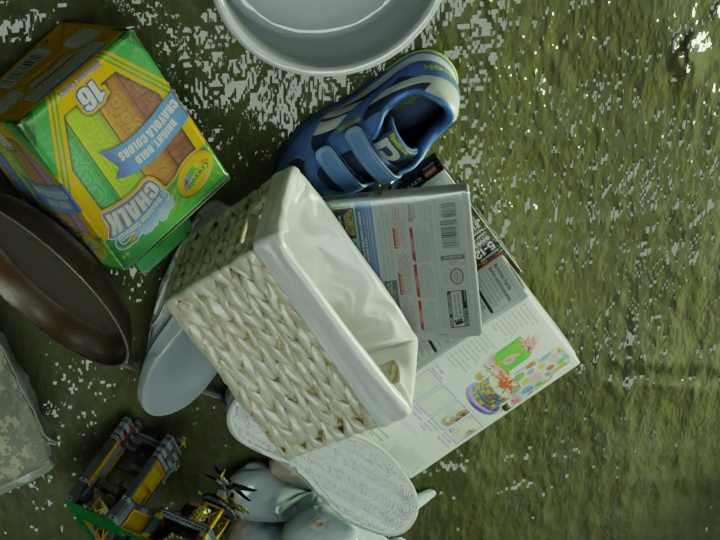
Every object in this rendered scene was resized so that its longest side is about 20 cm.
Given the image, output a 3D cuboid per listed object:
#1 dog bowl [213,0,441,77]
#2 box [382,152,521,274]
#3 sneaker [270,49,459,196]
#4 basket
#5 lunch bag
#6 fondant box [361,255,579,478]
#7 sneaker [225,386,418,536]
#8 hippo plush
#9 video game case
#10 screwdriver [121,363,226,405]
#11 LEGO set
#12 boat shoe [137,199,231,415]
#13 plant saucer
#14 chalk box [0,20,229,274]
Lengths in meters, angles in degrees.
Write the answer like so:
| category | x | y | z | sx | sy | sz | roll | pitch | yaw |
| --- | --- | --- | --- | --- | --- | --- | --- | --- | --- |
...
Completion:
| category | x | y | z | sx | sy | sz | roll | pitch | yaw |
| --- | --- | --- | --- | --- | --- | --- | --- | --- | --- |
| dog bowl | -0.030 | -0.264 | 1.429 | 0.199 | 0.079 | 0.201 | -5 | 119 | -10 |
| box | 0.028 | 0.005 | 1.608 | 0.200 | 0.038 | 0.137 | -36 | 119 | 7 |
| sneaker | 0.003 | -0.108 | 1.518 | 0.200 | 0.082 | 0.074 | -40 | 120 | 12 |
| basket | -0.056 | 0.041 | 1.458 | 0.123 | 0.136 | 0.200 | -29 | 113 | 19 |
| lunch bag | -0.378 | 0.126 | 1.537 | 0.199 | 0.118 | 0.164 | -18 | 119 | 2 |
| fondant box | 0.087 | 0.092 | 1.629 | 0.200 | 0.058 | 0.144 | -34 | 142 | 7 |
| sneaker | -0.037 | 0.160 | 1.604 | 0.200 | 0.116 | 0.074 | 37 | 91 | -11 |
| hippo plush | -0.034 | 0.269 | 1.664 | 0.200 | 0.161 | 0.159 | 30 | 107 | -25 |
| video game case | 0.000 | 0.000 | 1.520 | 0.199 | 0.018 | 0.144 | -5 | 119 | 4 |
| screwdriver | -0.142 | 0.109 | 1.633 | 0.200 | 0.028 | 0.029 | 26 | 79 | -23 |
| LEGO set | -0.165 | 0.219 | 1.620 | 0.116 | 0.200 | 0.154 | -56 | 140 | -27 |
| boat shoe | -0.149 | 0.033 | 1.569 | 0.073 | 0.065 | 0.200 | 17 | 108 | -41 |
| plant saucer | -0.263 | 0.002 | 1.474 | 0.032 | 0.200 | 0.200 | -49 | 122 | -23 |
| chalk box | -0.203 | -0.085 | 1.437 | 0.124 | 0.124 | 0.200 | -45 | 121 | -19 |
